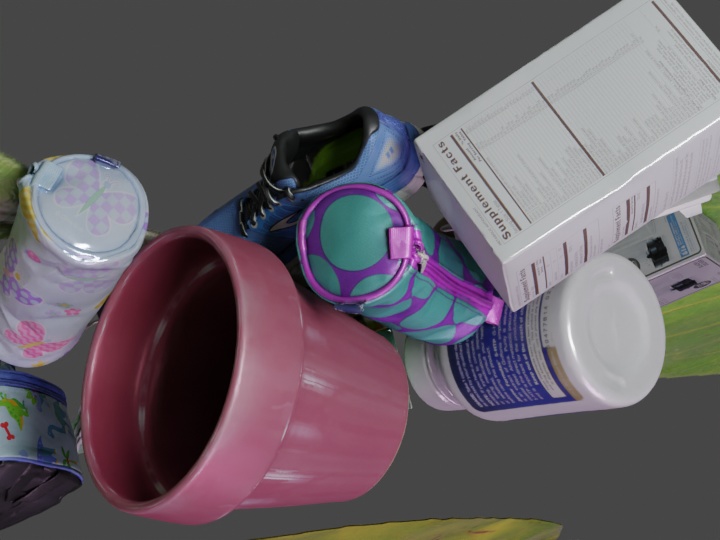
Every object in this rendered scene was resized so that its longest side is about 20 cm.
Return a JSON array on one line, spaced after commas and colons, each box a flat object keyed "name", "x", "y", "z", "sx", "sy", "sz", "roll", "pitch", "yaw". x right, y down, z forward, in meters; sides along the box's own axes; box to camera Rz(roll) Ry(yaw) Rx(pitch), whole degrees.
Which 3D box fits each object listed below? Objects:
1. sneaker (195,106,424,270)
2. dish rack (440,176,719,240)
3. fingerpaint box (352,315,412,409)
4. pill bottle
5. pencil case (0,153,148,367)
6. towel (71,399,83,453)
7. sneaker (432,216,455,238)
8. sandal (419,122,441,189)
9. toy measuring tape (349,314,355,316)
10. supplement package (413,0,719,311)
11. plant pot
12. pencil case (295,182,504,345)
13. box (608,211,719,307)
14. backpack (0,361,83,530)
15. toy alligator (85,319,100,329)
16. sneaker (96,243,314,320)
[{"name": "sneaker", "x": -0.052, "y": -0.062, "z": 0.989, "sx": 0.199, "sy": 0.079, "sz": 0.089, "roll": -31, "pitch": 145, "yaw": 19}, {"name": "dish rack", "x": 0.183, "y": -0.044, "z": 1.108, "sx": 0.199, "sy": 0.044, "sz": 0.171, "roll": -18, "pitch": -175, "yaw": -38}, {"name": "fingerpaint box", "x": -0.051, "y": 0.089, "z": 1.173, "sx": 0.166, "sy": 0.074, "sz": 0.200, "roll": -15, "pitch": -174, "yaw": -2}, {"name": "pill bottle", "x": 0.132, "y": 0.059, "z": 1.105, "sx": 0.119, "sy": 0.121, "sz": 0.199, "roll": 2, "pitch": 169, "yaw": -40}, {"name": "pencil case", "x": -0.218, "y": -0.003, "z": 0.976, "sx": 0.090, "sy": 0.084, "sz": 0.200, "roll": 18, "pitch": 147, "yaw": -17}, {"name": "towel", "x": -0.194, "y": 0.151, "z": 1.431, "sx": 0.199, "sy": 0.031, "sz": 0.149, "roll": -2, "pitch": 156, "yaw": -21}, {"name": "sneaker", "x": 0.136, "y": -0.012, "z": 1.239, "sx": 0.199, "sy": 0.072, "sz": 0.113, "roll": -8, "pitch": 154, "yaw": -27}, {"name": "sandal", "x": 0.095, "y": -0.080, "z": 1.069, "sx": 0.199, "sy": 0.045, "sz": 0.075, "roll": -7, "pitch": 157, "yaw": -25}, {"name": "toy measuring tape", "x": 0.000, "y": 0.000, "z": 1.161, "sx": 0.199, "sy": 0.074, "sz": 0.074, "roll": -7, "pitch": 158, "yaw": -16}, {"name": "supplement package", "x": 0.152, "y": -0.083, "z": 0.944, "sx": 0.199, "sy": 0.114, "sz": 0.110, "roll": -33, "pitch": 159, "yaw": -2}, {"name": "plant pot", "x": -0.072, "y": 0.086, "z": 0.970, "sx": 0.178, "sy": 0.201, "sz": 0.200, "roll": 19, "pitch": 141, "yaw": -38}, {"name": "pencil case", "x": 0.031, "y": 0.001, "z": 0.977, "sx": 0.092, "sy": 0.086, "sz": 0.200, "roll": 12, "pitch": 175, "yaw": 24}, {"name": "box", "x": 0.268, "y": 0.008, "z": 1.403, "sx": 0.199, "sy": 0.060, "sz": 0.116, "roll": -27, "pitch": 157, "yaw": 25}, {"name": "backpack", "x": -0.347, "y": 0.143, "z": 1.157, "sx": 0.199, "sy": 0.148, "sz": 0.183, "roll": -19, "pitch": 158, "yaw": 18}, {"name": "toy alligator", "x": -0.170, "y": 0.025, "z": 1.139, "sx": 0.199, "sy": 0.059, "sz": 0.055, "roll": -4, "pitch": 113, "yaw": -13}, {"name": "sneaker", "x": -0.107, "y": 0.031, "z": 1.086, "sx": 0.198, "sy": 0.075, "sz": 0.107, "roll": -3, "pitch": 122, "yaw": -1}]
